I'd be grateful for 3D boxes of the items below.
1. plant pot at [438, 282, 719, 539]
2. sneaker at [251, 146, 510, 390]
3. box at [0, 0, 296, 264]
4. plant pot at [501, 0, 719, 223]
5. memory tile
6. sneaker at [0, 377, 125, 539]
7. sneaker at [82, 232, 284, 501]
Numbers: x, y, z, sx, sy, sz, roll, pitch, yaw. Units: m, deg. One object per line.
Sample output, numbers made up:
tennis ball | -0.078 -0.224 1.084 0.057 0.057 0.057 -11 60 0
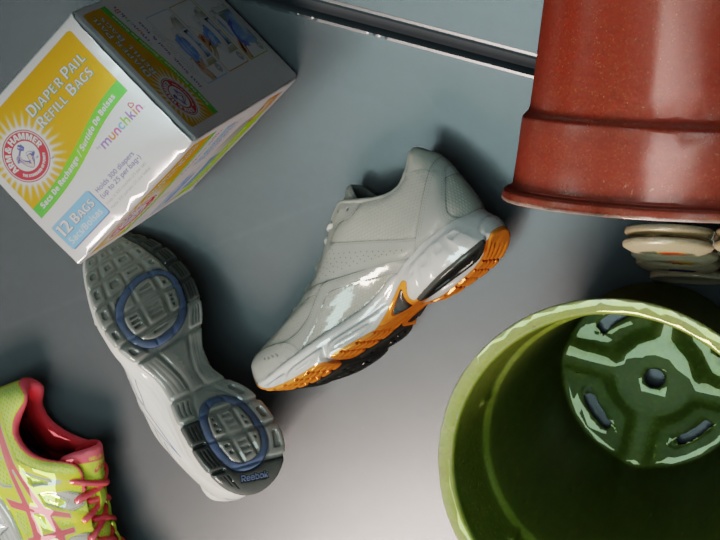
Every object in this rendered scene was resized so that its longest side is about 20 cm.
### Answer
plant pot | 0.164 0.088 1.288 0.199 0.190 0.201 4 106 15
sneaker | 0.000 0.000 1.382 0.200 0.076 0.092 -38 73 22
box | -0.135 -0.098 1.313 0.101 0.200 0.112 46 111 0
plant pot | 0.184 -0.133 1.232 0.200 0.201 0.196 4 98 14
memory tile | 0.231 -0.007 1.243 0.153 0.200 0.017 2 85 13
sneaker | -0.196 0.158 1.466 0.090 0.078 0.200 -39 92 19
sneaker | -0.127 0.068 1.423 0.200 0.074 0.087 61 153 12
